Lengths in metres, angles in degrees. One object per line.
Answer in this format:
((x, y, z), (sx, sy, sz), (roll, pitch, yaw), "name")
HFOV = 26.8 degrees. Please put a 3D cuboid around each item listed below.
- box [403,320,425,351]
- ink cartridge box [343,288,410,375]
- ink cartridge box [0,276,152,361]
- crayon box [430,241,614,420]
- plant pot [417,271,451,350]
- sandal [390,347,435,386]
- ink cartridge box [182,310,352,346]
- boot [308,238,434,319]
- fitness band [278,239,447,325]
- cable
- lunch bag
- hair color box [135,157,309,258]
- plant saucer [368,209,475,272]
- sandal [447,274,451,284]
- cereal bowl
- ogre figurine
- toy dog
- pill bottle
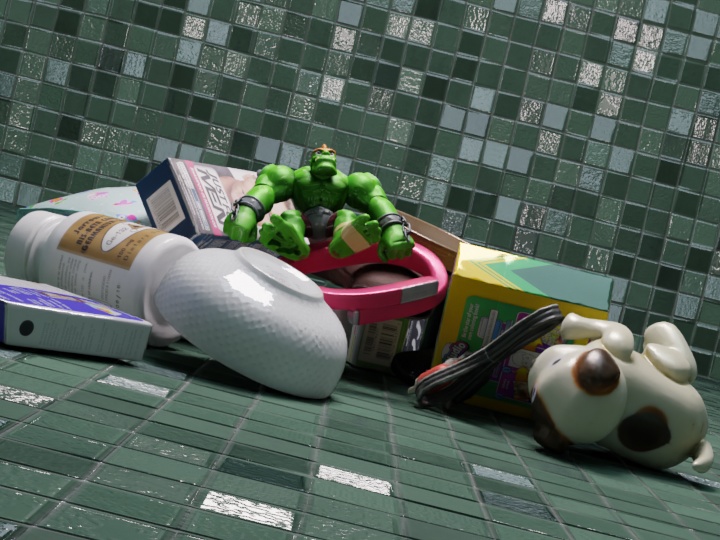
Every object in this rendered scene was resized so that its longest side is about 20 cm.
((0.157, 0.076, 2.163), (0.198, 0.134, 0.114), (13, 3, -30), "box")
((0.007, 0.063, 1.916), (0.059, 0.105, 0.200), (14, 2, -14), "ink cartridge box")
((-0.321, 0.031, 1.350), (0.199, 0.044, 0.197), (15, 1, -43), "ink cartridge box")
((0.171, 0.074, 1.661), (0.170, 0.201, 0.059), (14, 46, 4), "crayon box")
((0.159, 0.085, 1.974), (0.139, 0.143, 0.200), (14, -2, 7), "plant pot")
((0.123, 0.122, 1.818), (0.197, 0.046, 0.075), (-3, 33, -26), "sandal")
((-0.116, 0.050, 1.697), (0.197, 0.084, 0.146), (14, 2, 13), "ink cartridge box")
((0.000, 0.000, 1.730), (0.197, 0.073, 0.166), (14, 12, 4), "boot")
((0.003, 0.008, 1.631), (0.198, 0.038, 0.143), (-9, 27, -32), "fitness band")
((0.121, 0.085, 1.561), (0.096, 0.200, 0.051), (-1, 55, -40), "cable")
((-0.268, -0.035, 1.750), (0.198, 0.124, 0.170), (-1, 10, 33), "lunch bag")
((-0.151, -0.061, 1.697), (0.060, 0.101, 0.199), (-35, -21, 28), "hair color box")
((0.091, -0.030, 1.825), (0.198, 0.030, 0.200), (25, 6, -3), "plant saucer")
((0.042, -0.011, 1.882), (0.198, 0.055, 0.080), (16, 2, 41), "sandal")
((-0.095, 0.037, 1.461), (0.198, 0.084, 0.200), (29, 10, -6), "cereal bowl")
((-0.047, -0.067, 1.639), (0.197, 0.099, 0.121), (-10, 41, 4), "ogre figurine")
((0.246, 0.135, 1.512), (0.198, 0.140, 0.195), (14, 38, -42), "toy dog")
((-0.268, 0.001, 1.564), (0.198, 0.116, 0.114), (15, 2, 30), "pill bottle")
